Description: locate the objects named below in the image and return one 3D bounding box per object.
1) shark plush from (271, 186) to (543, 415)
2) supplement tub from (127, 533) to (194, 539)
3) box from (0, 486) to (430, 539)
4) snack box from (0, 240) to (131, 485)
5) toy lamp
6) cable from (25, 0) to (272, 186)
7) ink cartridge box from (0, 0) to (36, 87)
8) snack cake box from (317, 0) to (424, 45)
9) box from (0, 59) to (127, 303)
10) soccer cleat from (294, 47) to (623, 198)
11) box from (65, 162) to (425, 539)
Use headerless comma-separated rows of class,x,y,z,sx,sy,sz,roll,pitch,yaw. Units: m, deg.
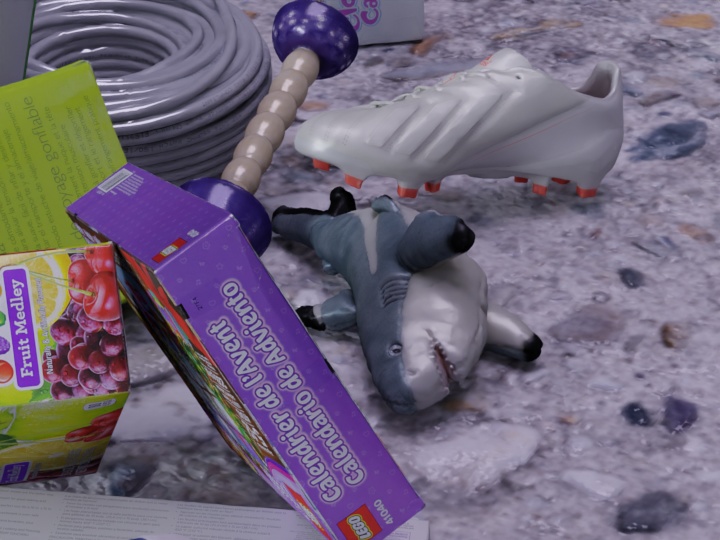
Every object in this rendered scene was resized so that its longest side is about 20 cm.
shark plush,0.000,0.000,1.080,0.083,0.091,0.200,-41,47,-8
supplement tub,-0.131,0.171,0.686,0.199,0.145,0.145,-11,32,-19
box,-0.071,0.120,0.887,0.199,0.039,0.041,4,28,4
snack box,-0.201,0.051,0.883,0.199,0.169,0.068,-6,75,-13
toy lamp,-0.055,-0.065,1.160,0.058,0.058,0.200,10,49,15
cable,-0.150,-0.109,1.259,0.199,0.069,0.200,-13,34,-22
ink cartridge box,-0.284,-0.099,1.142,0.199,0.145,0.084,8,-3,11
snack cake box,-0.017,-0.240,1.448,0.067,0.115,0.200,-8,30,-14
box,-0.198,-0.016,1.040,0.200,0.122,0.048,-22,1,-36
soccer cleat,0.055,-0.083,1.172,0.199,0.078,0.069,-1,17,-30
box,-0.053,0.031,0.886,0.039,0.137,0.200,-36,16,-9
